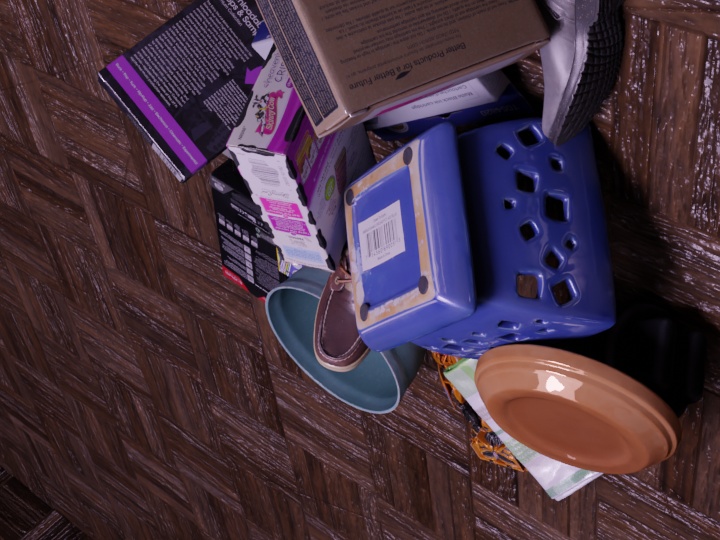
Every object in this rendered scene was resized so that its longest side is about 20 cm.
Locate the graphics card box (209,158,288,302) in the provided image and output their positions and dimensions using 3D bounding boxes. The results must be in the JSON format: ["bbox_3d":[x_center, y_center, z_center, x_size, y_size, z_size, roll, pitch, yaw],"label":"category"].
[{"bbox_3d":[-0.134,-0.043,1.556,0.125,0.051,0.200,32,147,26],"label":"graphics card box"}]

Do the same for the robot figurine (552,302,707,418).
[{"bbox_3d":[0.248,0.097,1.159,0.151,0.125,0.200,57,149,-9],"label":"robot figurine"}]

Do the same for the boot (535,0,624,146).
[{"bbox_3d":[0.154,-0.215,0.990,0.131,0.070,0.201,34,135,29],"label":"boot"}]

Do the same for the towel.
[{"bbox_3d":[0.204,0.153,1.298,0.200,0.031,0.149,47,121,-5],"label":"towel"}]

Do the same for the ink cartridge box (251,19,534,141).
[{"bbox_3d":[0.030,-0.180,1.100,0.199,0.041,0.200,-7,144,43],"label":"ink cartridge box"}]

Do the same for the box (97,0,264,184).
[{"bbox_3d":[-0.158,-0.210,1.254,0.143,0.200,0.036,51,166,-5],"label":"box"}]

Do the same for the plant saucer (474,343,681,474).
[{"bbox_3d":[0.196,0.136,1.090,0.199,0.038,0.200,21,154,11],"label":"plant saucer"}]

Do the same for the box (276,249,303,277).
[{"bbox_3d":[-0.063,-0.070,1.423,0.070,0.064,0.201,30,145,27],"label":"box"}]

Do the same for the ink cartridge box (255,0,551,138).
[{"bbox_3d":[0.027,-0.216,0.923,0.165,0.199,0.075,67,155,-1],"label":"ink cartridge box"}]

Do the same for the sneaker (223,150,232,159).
[{"bbox_3d":[-0.118,-0.176,1.382,0.082,0.075,0.200,42,160,-9],"label":"sneaker"}]

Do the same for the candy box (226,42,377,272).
[{"bbox_3d":[-0.049,-0.108,1.093,0.061,0.137,0.200,11,153,20],"label":"candy box"}]

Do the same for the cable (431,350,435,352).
[{"bbox_3d":[0.069,0.040,1.259,0.097,0.200,0.051,14,102,2],"label":"cable"}]

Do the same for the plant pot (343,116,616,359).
[{"bbox_3d":[0.096,-0.026,1.077,0.200,0.179,0.201,-27,65,58],"label":"plant pot"}]

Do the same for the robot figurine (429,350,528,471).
[{"bbox_3d":[0.158,0.162,1.406,0.145,0.058,0.201,9,131,48],"label":"robot figurine"}]

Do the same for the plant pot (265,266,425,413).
[{"bbox_3d":[0.005,0.053,1.401,0.200,0.134,0.201,32,150,21],"label":"plant pot"}]

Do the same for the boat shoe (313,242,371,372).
[{"bbox_3d":[0.000,0.000,1.164,0.072,0.201,0.072,19,163,16],"label":"boat shoe"}]
